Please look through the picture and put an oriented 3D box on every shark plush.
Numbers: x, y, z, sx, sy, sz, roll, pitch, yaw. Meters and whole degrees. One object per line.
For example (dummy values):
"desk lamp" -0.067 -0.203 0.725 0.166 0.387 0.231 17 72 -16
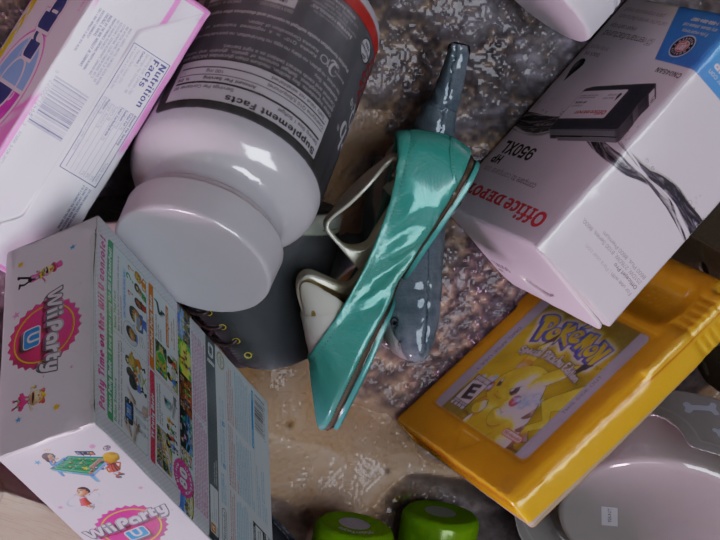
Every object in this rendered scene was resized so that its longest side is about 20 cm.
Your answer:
"shark plush" 0.050 -0.044 1.322 0.091 0.083 0.201 23 93 -27

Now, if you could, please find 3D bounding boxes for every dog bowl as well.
"dog bowl" 0.208 0.157 1.399 0.200 0.200 0.059 40 43 -27

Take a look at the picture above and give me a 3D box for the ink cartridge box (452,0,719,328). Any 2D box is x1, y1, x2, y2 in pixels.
"ink cartridge box" 0.170 -0.075 1.333 0.200 0.145 0.084 -48 115 -6

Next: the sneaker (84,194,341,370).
"sneaker" -0.106 0.011 1.272 0.199 0.075 0.107 0 104 -25

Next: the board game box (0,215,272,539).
"board game box" -0.122 0.089 1.142 0.064 0.148 0.200 -20 136 16

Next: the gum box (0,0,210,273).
"gum box" -0.176 -0.101 1.189 0.066 0.113 0.200 32 89 -27

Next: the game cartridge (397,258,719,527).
"game cartridge" 0.135 0.063 1.336 0.200 0.176 0.032 -45 116 -8

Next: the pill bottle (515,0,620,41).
"pill bottle" 0.173 -0.253 1.306 0.114 0.114 0.200 42 85 -27

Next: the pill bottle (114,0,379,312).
"pill bottle" -0.068 -0.083 1.195 0.116 0.116 0.201 39 52 -27

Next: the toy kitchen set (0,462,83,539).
"toy kitchen set" -0.280 0.183 1.180 0.163 0.180 0.201 22 94 -26

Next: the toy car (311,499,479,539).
"toy car" 0.059 0.264 1.328 0.157 0.200 0.165 -2 106 -41

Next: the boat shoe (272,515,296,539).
"boat shoe" -0.099 0.125 1.308 0.062 0.075 0.200 -42 107 4

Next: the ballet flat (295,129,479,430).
"ballet flat" 0.000 0.000 1.268 0.070 0.067 0.201 27 97 -5

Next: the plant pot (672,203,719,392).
"plant pot" 0.323 0.006 1.403 0.177 0.200 0.201 -23 112 -10
